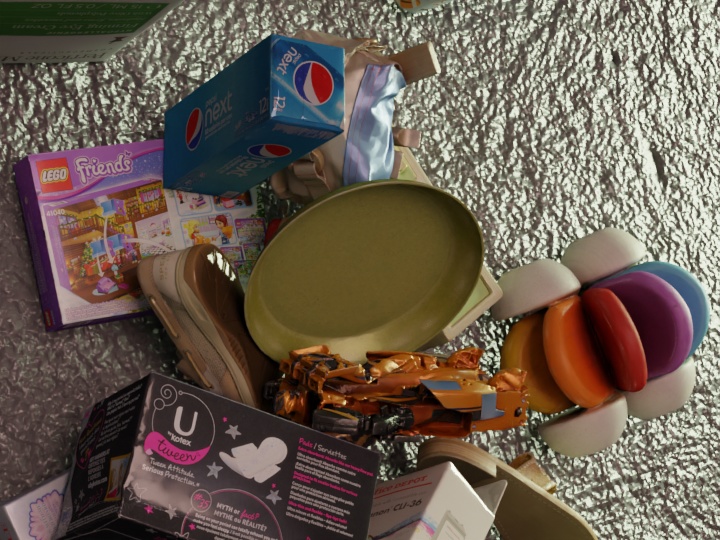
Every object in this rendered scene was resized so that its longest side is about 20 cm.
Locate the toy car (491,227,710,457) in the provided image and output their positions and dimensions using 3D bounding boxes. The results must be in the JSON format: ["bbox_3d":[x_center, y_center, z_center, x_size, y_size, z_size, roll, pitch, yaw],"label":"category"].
[{"bbox_3d":[0.224,0.056,1.707,0.199,0.150,0.176,-23,90,-32],"label":"toy car"}]

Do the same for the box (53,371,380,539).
[{"bbox_3d":[-0.106,0.169,1.450,0.199,0.132,0.115,23,64,-24],"label":"box"}]

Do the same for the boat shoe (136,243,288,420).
[{"bbox_3d":[-0.114,0.060,1.543,0.072,0.065,0.200,-72,146,-41],"label":"boat shoe"}]

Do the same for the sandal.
[{"bbox_3d":[0.133,0.180,1.669,0.211,0.077,0.070,36,43,-30],"label":"sandal"}]

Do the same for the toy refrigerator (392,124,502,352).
[{"bbox_3d":[0.032,-0.036,1.664,0.076,0.070,0.200,-37,97,-31],"label":"toy refrigerator"}]

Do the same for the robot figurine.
[{"bbox_3d":[0.024,0.094,1.527,0.199,0.145,0.059,2,100,-27],"label":"robot figurine"}]

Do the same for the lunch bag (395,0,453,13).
[{"bbox_3d":[0.062,-0.343,1.754,0.160,0.075,0.201,-28,94,-34],"label":"lunch bag"}]

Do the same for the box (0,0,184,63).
[{"bbox_3d":[-0.264,-0.276,1.489,0.198,0.171,0.201,-5,81,-31],"label":"box"}]

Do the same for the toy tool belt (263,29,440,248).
[{"bbox_3d":[-0.006,-0.089,1.551,0.122,0.125,0.201,7,92,8],"label":"toy tool belt"}]

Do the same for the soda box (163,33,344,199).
[{"bbox_3d":[-0.084,-0.114,1.491,0.064,0.200,0.068,8,74,-28],"label":"soda box"}]

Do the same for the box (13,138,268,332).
[{"bbox_3d":[-0.169,-0.034,1.564,0.199,0.039,0.138,-9,83,-31],"label":"box"}]

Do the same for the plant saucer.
[{"bbox_3d":[0.000,0.000,1.532,0.199,0.201,0.031,6,37,-29],"label":"plant saucer"}]

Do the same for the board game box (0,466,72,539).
[{"bbox_3d":[-0.158,0.230,1.506,0.199,0.041,0.201,-27,93,-32],"label":"board game box"}]

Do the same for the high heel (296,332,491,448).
[{"bbox_3d":[0.033,0.136,1.629,0.199,0.071,0.143,19,75,-21],"label":"high heel"}]

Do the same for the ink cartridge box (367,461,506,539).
[{"bbox_3d":[0.028,0.226,1.547,0.068,0.116,0.200,51,43,-18],"label":"ink cartridge box"}]
